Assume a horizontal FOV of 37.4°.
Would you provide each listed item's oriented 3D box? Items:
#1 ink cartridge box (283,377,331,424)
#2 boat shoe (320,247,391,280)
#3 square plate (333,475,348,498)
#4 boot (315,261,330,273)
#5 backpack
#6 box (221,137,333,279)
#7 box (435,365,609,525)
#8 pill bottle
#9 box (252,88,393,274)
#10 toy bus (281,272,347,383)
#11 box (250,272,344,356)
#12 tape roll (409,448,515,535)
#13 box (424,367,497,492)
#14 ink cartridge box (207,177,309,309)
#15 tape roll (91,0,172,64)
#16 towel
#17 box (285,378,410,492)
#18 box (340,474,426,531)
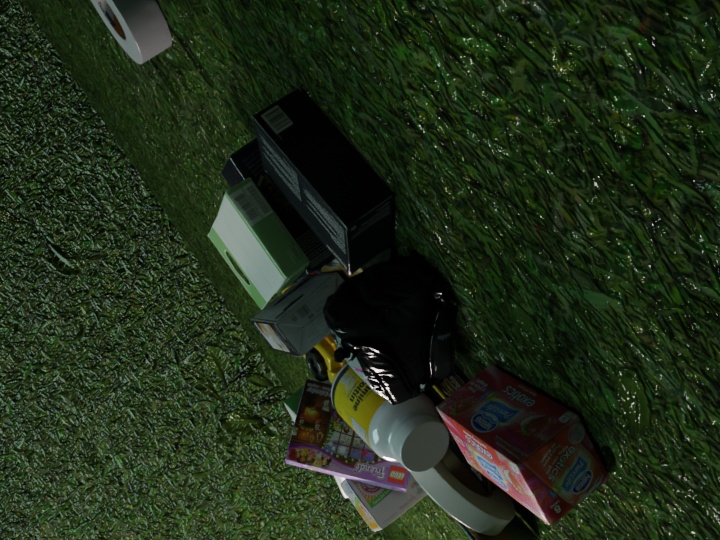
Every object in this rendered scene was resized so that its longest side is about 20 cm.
[{"bbox_3d":[-0.016,0.226,1.845,0.083,0.200,0.147,40,162,39],"label":"ink cartridge box"},{"bbox_3d":[0.000,0.000,1.501,0.071,0.069,0.200,53,163,-5],"label":"boat shoe"},{"bbox_3d":[0.032,0.291,1.829,0.028,0.198,0.200,44,163,38],"label":"square plate"},{"bbox_3d":[-0.102,-0.077,1.684,0.090,0.073,0.200,26,-144,-55],"label":"boot"},{"bbox_3d":[0.047,0.080,1.395,0.200,0.166,0.127,65,-179,-49],"label":"backpack"},{"bbox_3d":[-0.101,-0.098,1.536,0.200,0.106,0.122,56,166,-2],"label":"box"},{"bbox_3d":[0.188,0.203,1.267,0.100,0.095,0.200,60,167,-23],"label":"box"},{"bbox_3d":[0.045,0.212,1.567,0.200,0.112,0.112,36,158,55],"label":"pill bottle"},{"bbox_3d":[-0.047,-0.113,1.368,0.200,0.079,0.141,50,163,19],"label":"box"},{"bbox_3d":[-0.051,0.061,1.761,0.200,0.135,0.192,40,144,46],"label":"toy bus"},{"bbox_3d":[-0.082,0.061,1.528,0.060,0.117,0.200,53,166,-9],"label":"box"},{"bbox_3d":[0.150,0.319,1.627,0.203,0.037,0.203,37,-167,-10],"label":"tape roll"},{"bbox_3d":[0.151,0.223,1.568,0.160,0.049,0.200,46,164,30],"label":"box"},{"bbox_3d":[-0.148,-0.033,1.513,0.146,0.048,0.200,54,161,4],"label":"ink cartridge box"},{"bbox_3d":[-0.407,-0.458,1.834,0.200,0.066,0.200,52,167,17],"label":"tape roll"},{"bbox_3d":[0.186,0.375,1.664,0.147,0.022,0.200,47,-164,32],"label":"towel"},{"bbox_3d":[-0.008,0.265,1.710,0.199,0.137,0.039,13,161,3],"label":"box"},{"bbox_3d":[0.076,0.333,1.771,0.101,0.200,0.113,53,167,10],"label":"box"}]
